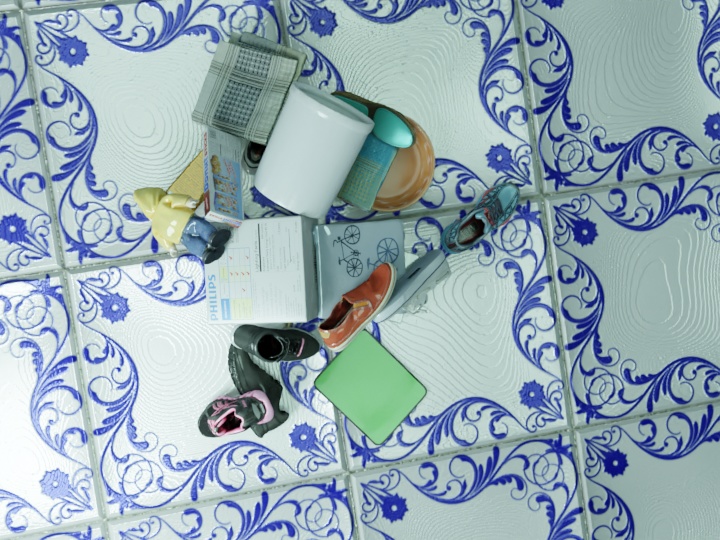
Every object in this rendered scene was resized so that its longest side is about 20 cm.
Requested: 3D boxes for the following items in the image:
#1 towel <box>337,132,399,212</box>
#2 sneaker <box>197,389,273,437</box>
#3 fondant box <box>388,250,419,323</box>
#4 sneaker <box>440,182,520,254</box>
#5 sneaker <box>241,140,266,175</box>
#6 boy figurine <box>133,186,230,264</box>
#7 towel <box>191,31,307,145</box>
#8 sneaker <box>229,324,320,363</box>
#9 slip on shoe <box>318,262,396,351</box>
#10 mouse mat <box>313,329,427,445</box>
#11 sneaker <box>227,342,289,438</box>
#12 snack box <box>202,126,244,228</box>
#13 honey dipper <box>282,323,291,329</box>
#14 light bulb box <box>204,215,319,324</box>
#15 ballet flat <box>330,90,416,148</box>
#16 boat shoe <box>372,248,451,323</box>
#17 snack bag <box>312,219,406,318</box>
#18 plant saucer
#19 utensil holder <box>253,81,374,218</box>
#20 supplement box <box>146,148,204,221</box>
[{"bbox_3d":[-0.038,-0.223,1.642,0.199,0.022,0.148,27,92,10],"label":"towel"},{"bbox_3d":[-0.260,0.288,1.583,0.095,0.199,0.080,-33,96,-51],"label":"sneaker"},{"bbox_3d":[0.005,0.012,1.673,0.198,0.058,0.146,16,90,-7],"label":"fondant box"},{"bbox_3d":[0.258,-0.103,1.686,0.200,0.096,0.079,-43,97,-5],"label":"sneaker"},{"bbox_3d":[-0.171,-0.282,1.629,0.073,0.080,0.202,24,87,-6],"label":"sneaker"},{"bbox_3d":[-0.339,-0.087,1.523,0.199,0.064,0.125,32,116,19],"label":"boy figurine"},{"bbox_3d":[-0.219,-0.359,1.598,0.191,0.035,0.202,22,87,24],"label":"towel"},{"bbox_3d":[-0.147,0.151,1.606,0.198,0.099,0.071,14,94,-35],"label":"sneaker"},{"bbox_3d":[-0.004,0.061,1.558,0.200,0.074,0.061,-49,125,-9],"label":"slip on shoe"},{"bbox_3d":[0.021,0.242,1.707,0.200,0.008,0.161,44,86,-8],"label":"mouse mat"},{"bbox_3d":[-0.205,0.228,1.650,0.090,0.076,0.202,-22,102,-17],"label":"sneaker"},{"bbox_3d":[-0.255,-0.175,1.534,0.071,0.024,0.202,18,50,-35],"label":"snack box"},{"bbox_3d":[-0.127,0.036,1.668,0.038,0.038,0.202,15,94,-8],"label":"honey dipper"},{"bbox_3d":[-0.185,-0.002,1.583,0.198,0.125,0.201,-2,92,12],"label":"light bulb box"},{"bbox_3d":[0.029,-0.302,1.621,0.198,0.072,0.068,24,120,13],"label":"ballet flat"},{"bbox_3d":[0.107,0.052,1.615,0.202,0.074,0.086,-44,112,-26],"label":"boat shoe"},{"bbox_3d":[0.000,0.000,1.610,0.198,0.021,0.191,-5,95,-24],"label":"snack bag"},{"bbox_3d":[0.052,-0.220,1.683,0.198,0.037,0.203,0,91,-7],"label":"plant saucer"},{"bbox_3d":[-0.091,-0.223,1.547,0.169,0.170,0.201,25,108,-8],"label":"utensil holder"},{"bbox_3d":[-0.329,-0.162,1.615,0.069,0.067,0.201,39,87,-7],"label":"supplement box"}]
